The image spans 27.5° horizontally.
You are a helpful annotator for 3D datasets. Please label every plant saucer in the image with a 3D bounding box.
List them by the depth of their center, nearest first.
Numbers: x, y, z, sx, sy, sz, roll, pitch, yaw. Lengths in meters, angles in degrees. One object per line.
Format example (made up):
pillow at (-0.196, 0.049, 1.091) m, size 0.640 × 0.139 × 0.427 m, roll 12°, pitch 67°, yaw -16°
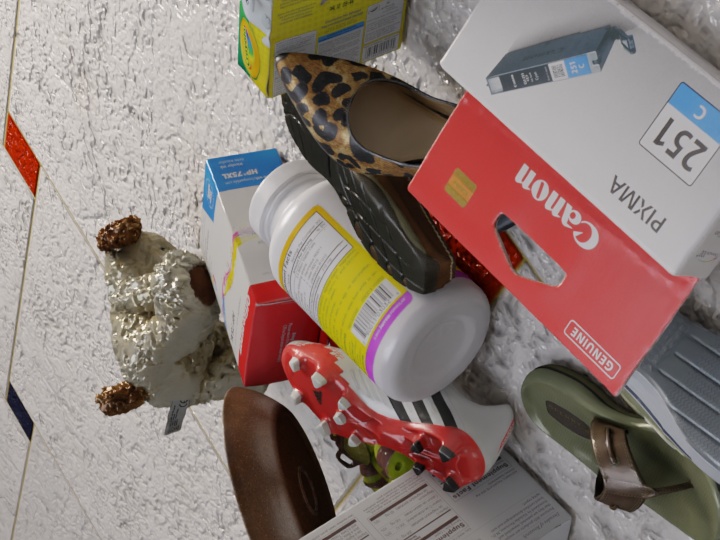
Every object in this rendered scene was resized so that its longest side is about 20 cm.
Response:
plant saucer at (-0.057, 0.185, 1.203) m, size 0.200 × 0.036 × 0.203 m, roll -21°, pitch -89°, yaw -82°

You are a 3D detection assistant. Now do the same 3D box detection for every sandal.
sandal at (0.169, 0.128, 0.974) m, size 0.200 × 0.057 × 0.081 m, roll 27°, pitch 135°, yaw 50°

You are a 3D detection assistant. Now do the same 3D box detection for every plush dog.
plush dog at (-0.191, 0.040, 1.404) m, size 0.200 × 0.159 × 0.173 m, roll 54°, pitch -169°, yaw -49°

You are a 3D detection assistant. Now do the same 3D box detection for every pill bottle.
pill bottle at (0.000, 0.000, 1.111) m, size 0.200 × 0.103 × 0.105 m, roll 44°, pitch 147°, yaw 34°

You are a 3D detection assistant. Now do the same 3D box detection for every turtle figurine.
turtle figurine at (0.006, 0.129, 1.229) m, size 0.161 × 0.064 × 0.202 m, roll 40°, pitch 144°, yaw 55°

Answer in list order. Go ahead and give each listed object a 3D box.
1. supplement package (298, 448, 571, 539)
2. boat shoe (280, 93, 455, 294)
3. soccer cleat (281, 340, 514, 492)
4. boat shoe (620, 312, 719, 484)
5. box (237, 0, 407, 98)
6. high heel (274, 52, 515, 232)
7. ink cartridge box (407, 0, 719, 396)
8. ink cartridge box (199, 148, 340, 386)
supplement package at (0.047, 0.248, 1.133) m, size 0.111 × 0.199 × 0.157 m, roll 43°, pitch 148°, yaw 34°
boat shoe at (0.016, -0.076, 1.046) m, size 0.201 × 0.073 × 0.076 m, roll 56°, pitch 162°, yaw 27°
soccer cleat at (0.027, 0.099, 1.137) m, size 0.198 × 0.085 × 0.069 m, roll 24°, pitch 135°, yaw 31°
boat shoe at (0.201, 0.073, 0.880) m, size 0.200 × 0.072 × 0.062 m, roll 46°, pitch 173°, yaw 38°
box at (-0.020, -0.216, 0.948) m, size 0.048 × 0.116 × 0.201 m, roll 49°, pitch 148°, yaw 30°
high heel at (0.045, -0.097, 0.931) m, size 0.199 × 0.072 × 0.142 m, roll 33°, pitch 160°, yaw -12°
ink cartridge box at (0.118, -0.061, 0.825) m, size 0.200 × 0.044 × 0.177 m, roll 46°, pitch 114°, yaw 31°
ink cartridge box at (-0.078, 0.012, 1.238) m, size 0.117 × 0.066 × 0.202 m, roll 102°, pitch 153°, yaw -50°
